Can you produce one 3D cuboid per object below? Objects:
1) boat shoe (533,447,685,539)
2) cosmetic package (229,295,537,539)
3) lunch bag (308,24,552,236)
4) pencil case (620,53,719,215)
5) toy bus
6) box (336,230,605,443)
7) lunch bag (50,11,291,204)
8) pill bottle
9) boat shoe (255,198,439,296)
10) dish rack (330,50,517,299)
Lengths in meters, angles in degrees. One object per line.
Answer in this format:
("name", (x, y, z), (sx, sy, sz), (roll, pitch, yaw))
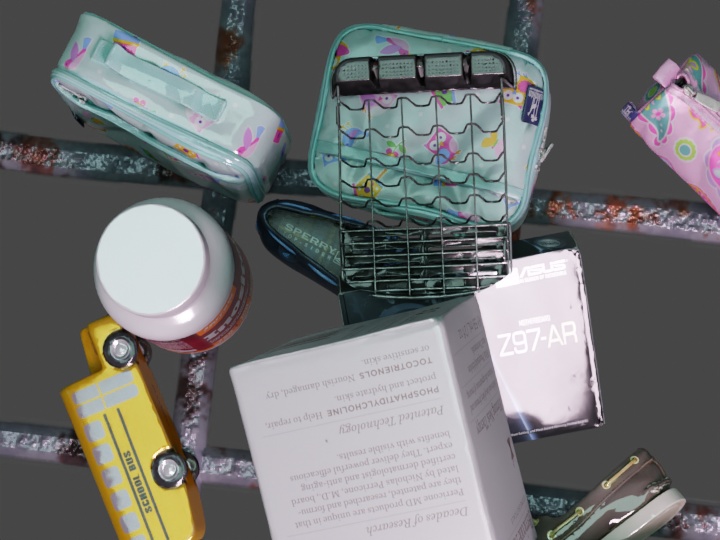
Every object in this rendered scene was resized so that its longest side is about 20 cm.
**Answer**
("boat shoe", (0.169, 0.222, 1.428), (0.199, 0.072, 0.060), (-35, 68, 2))
("cosmetic package", (0.022, 0.140, 1.307), (0.165, 0.167, 0.202), (-14, 92, 14))
("lunch bag", (0.061, -0.113, 1.461), (0.198, 0.077, 0.162), (12, 83, 6))
("pencil case", (0.314, -0.091, 1.448), (0.087, 0.087, 0.200), (-44, 84, -2))
("toy bus", (-0.191, 0.140, 1.461), (0.078, 0.065, 0.201), (-24, 83, 2))
("box", (0.091, 0.066, 1.429), (0.198, 0.044, 0.162), (-10, 110, 0))
("lunch bag", (-0.159, -0.132, 1.444), (0.199, 0.160, 0.078), (26, 85, 5))
("pill bottle", (-0.152, 0.004, 1.406), (0.112, 0.200, 0.114), (0, 83, 4))
("boat shoe", (0.000, 0.000, 1.463), (0.198, 0.069, 0.085), (17, 85, 5))
("dish rack", (0.050, -0.077, 1.386), (0.152, 0.055, 0.202), (-2, 85, 6))
